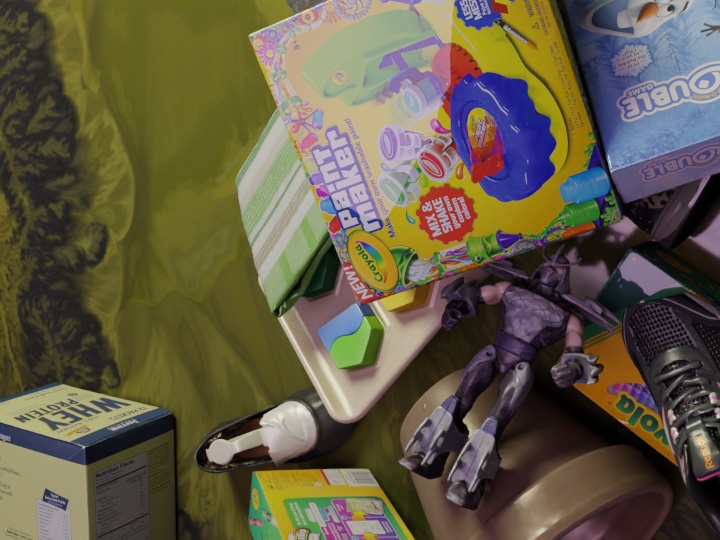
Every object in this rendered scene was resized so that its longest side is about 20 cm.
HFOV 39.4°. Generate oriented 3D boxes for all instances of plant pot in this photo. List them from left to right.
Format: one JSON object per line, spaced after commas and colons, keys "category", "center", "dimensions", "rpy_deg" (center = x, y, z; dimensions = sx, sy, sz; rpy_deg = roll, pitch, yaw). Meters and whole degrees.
{"category": "plant pot", "center": [0.123, 0.174, 0.820], "dimensions": [0.175, 0.199, 0.201], "rpy_deg": [53, 122, 35]}

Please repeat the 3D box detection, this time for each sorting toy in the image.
{"category": "sorting toy", "center": [0.000, 0.000, 0.858], "dimensions": [0.200, 0.036, 0.186], "rpy_deg": [-49, 54, 25]}

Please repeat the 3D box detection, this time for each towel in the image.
{"category": "towel", "center": [-0.056, -0.073, 0.903], "dimensions": [0.149, 0.031, 0.201], "rpy_deg": [-55, 35, 28]}

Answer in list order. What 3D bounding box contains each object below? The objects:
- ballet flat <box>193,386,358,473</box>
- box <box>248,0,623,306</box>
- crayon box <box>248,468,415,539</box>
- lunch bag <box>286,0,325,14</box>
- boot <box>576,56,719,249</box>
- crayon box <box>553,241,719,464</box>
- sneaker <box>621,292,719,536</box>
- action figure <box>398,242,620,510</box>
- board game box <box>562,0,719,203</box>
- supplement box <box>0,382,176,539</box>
{"category": "ballet flat", "center": [-0.089, 0.168, 1.002], "dimensions": [0.199, 0.068, 0.068], "rpy_deg": [-26, 84, 32]}
{"category": "box", "center": [0.059, -0.111, 0.704], "dimensions": [0.192, 0.122, 0.201], "rpy_deg": [-19, 103, 17]}
{"category": "crayon box", "center": [-0.023, 0.242, 0.884], "dimensions": [0.200, 0.118, 0.059], "rpy_deg": [-138, 52, -68]}
{"category": "lunch bag", "center": [0.017, -0.296, 0.800], "dimensions": [0.167, 0.139, 0.201], "rpy_deg": [-22, 65, 22]}
{"category": "boot", "center": [0.222, -0.138, 0.755], "dimensions": [0.153, 0.073, 0.204], "rpy_deg": [34, 113, 26]}
{"category": "crayon box", "center": [0.263, 0.084, 0.764], "dimensions": [0.200, 0.058, 0.119], "rpy_deg": [38, 116, 21]}
{"category": "sneaker", "center": [0.243, 0.107, 0.685], "dimensions": [0.080, 0.086, 0.201], "rpy_deg": [-36, 78, 29]}
{"category": "action figure", "center": [0.105, 0.070, 0.728], "dimensions": [0.130, 0.069, 0.201], "rpy_deg": [27, 88, 34]}
{"category": "board game box", "center": [0.244, -0.164, 0.666], "dimensions": [0.199, 0.043, 0.200], "rpy_deg": [-19, 55, 18]}
{"category": "supplement box", "center": [-0.323, 0.252, 1.124], "dimensions": [0.199, 0.134, 0.201], "rpy_deg": [7, 102, 31]}
